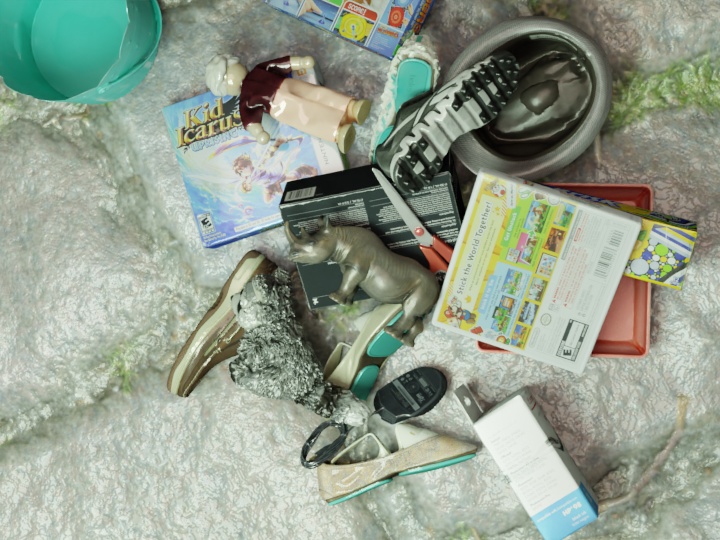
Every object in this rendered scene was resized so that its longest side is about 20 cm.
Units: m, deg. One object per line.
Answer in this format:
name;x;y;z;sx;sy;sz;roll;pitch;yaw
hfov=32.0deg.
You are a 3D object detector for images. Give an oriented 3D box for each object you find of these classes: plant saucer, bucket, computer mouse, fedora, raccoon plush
plant saucer;0.237;-0.001;1.459;0.199;0.037;0.200;1;91;11
bucket;-0.347;-0.298;1.521;0.207;0.135;0.208;0;91;11
computer mouse;0.016;0.177;1.472;0.200;0.034;0.059;-29;53;-11
fedora;0.193;-0.194;1.440;0.200;0.090;0.177;-42;82;12
raccoon plush;-0.064;0.081;1.453;0.200;0.097;0.134;18;104;1

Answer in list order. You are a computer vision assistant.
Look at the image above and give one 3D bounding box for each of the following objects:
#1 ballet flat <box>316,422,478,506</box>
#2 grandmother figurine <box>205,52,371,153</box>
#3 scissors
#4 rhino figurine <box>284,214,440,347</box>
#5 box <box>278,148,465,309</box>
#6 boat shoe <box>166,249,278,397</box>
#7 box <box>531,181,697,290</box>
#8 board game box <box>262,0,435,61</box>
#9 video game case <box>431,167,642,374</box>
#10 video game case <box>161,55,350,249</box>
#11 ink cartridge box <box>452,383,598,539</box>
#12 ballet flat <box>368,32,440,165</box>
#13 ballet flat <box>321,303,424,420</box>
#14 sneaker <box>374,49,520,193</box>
ballet flat;0.037;0.219;1.483;0.200;0.068;0.067;-20;79;8
grandmother figurine;-0.096;-0.201;1.471;0.200;0.061;0.121;25;65;14
scissors;0.068;-0.031;1.407;0.200;0.014;0.073;37;117;-17
rhino figurine;0.000;0.000;1.397;0.200;0.060;0.088;33;89;-9
box;0.022;-0.047;1.453;0.200;0.079;0.141;-10;115;10
boat shoe;-0.156;0.077;1.517;0.075;0.075;0.202;33;95;3
box;0.268;-0.042;1.397;0.200;0.064;0.070;15;106;10
board game box;-0.005;-0.340;1.477;0.200;0.034;0.136;29;95;27
video game case;0.190;0.003;1.383;0.182;0.023;0.200;18;120;5
video game case;-0.122;-0.142;1.524;0.200;0.045;0.182;-18;86;10
ink cartridge box;0.190;0.202;1.427;0.067;0.116;0.200;-33;84;9
ballet flat;0.055;-0.189;1.456;0.072;0.072;0.200;26;136;10
ballet flat;0.005;0.092;1.485;0.069;0.069;0.200;36;104;9
sneaker;0.088;-0.175;1.383;0.200;0.066;0.090;-47;38;-8
